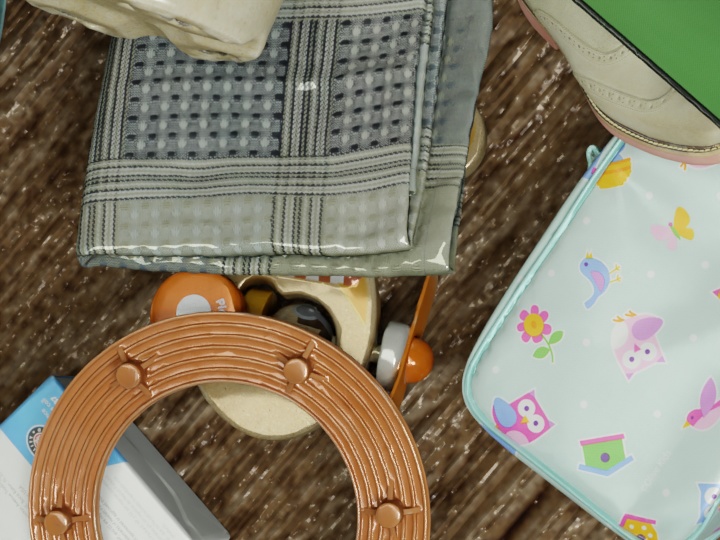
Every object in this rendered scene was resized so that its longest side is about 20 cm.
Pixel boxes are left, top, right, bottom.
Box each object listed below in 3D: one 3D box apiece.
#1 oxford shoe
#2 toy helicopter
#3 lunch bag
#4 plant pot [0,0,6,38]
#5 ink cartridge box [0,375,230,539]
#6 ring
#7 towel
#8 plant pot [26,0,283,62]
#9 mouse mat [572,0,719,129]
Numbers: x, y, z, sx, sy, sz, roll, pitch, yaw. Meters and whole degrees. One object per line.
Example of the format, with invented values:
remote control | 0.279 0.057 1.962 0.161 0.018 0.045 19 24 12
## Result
oxford shoe | 0.120 -0.119 1.310 0.071 0.074 0.200 -40 46 -5
toy helicopter | 0.000 0.000 1.384 0.132 0.079 0.200 38 90 15
lunch bag | 0.152 0.022 1.340 0.160 0.077 0.200 36 94 19
plant pot | -0.238 -0.192 1.358 0.134 0.200 0.201 5 89 -4
ink cartridge box | -0.181 0.162 1.424 0.200 0.068 0.115 -43 79 8
ring | -0.066 0.119 1.351 0.200 0.019 0.201 1 98 10
towel | -0.036 -0.086 1.379 0.199 0.035 0.193 1 61 13
plant pot | -0.086 -0.205 1.338 0.200 0.200 0.184 14 85 14
mouse mat | 0.163 -0.128 1.291 0.161 0.200 0.008 43 124 12
